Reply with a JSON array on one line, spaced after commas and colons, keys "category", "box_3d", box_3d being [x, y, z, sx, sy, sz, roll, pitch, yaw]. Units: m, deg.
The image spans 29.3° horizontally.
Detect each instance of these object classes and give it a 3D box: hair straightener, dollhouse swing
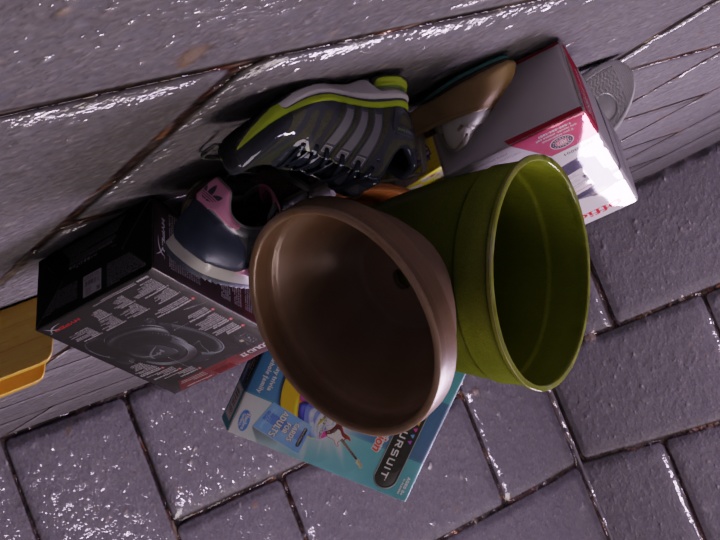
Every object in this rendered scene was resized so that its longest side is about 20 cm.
[{"category": "hair straightener", "box_3d": [-0.077, -0.086, 1.131, 0.076, 0.041, 0.200, -24, 175, 16]}, {"category": "dollhouse swing", "box_3d": [-0.381, 0.147, 1.489, 0.180, 0.178, 0.200, -21, 174, -19]}]

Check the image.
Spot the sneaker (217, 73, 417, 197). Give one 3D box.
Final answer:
[{"category": "sneaker", "box_3d": [-0.022, -0.095, 1.041, 0.199, 0.082, 0.074, -19, 174, -43]}]

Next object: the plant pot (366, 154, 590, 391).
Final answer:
[{"category": "plant pot", "box_3d": [0.079, 0.004, 1.234, 0.191, 0.204, 0.199, -2, -172, 33]}]

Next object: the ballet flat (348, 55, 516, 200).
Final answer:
[{"category": "ballet flat", "box_3d": [0.061, -0.123, 1.237, 0.198, 0.064, 0.068, -25, 175, 22]}]

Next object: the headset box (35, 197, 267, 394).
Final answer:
[{"category": "headset box", "box_3d": [-0.172, 0.032, 1.254, 0.148, 0.078, 0.199, -25, 144, 30]}]

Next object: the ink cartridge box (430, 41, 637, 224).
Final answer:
[{"category": "ink cartridge box", "box_3d": [0.169, -0.111, 1.324, 0.143, 0.085, 0.200, -24, 150, 16]}]

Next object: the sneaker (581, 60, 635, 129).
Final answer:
[{"category": "sneaker", "box_3d": [0.207, -0.154, 1.504, 0.201, 0.074, 0.118, -49, -159, -2]}]

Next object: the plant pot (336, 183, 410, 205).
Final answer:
[{"category": "plant pot", "box_3d": [0.000, 0.000, 1.420, 0.198, 0.203, 0.140, -22, -163, -7]}]

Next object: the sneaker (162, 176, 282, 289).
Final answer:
[{"category": "sneaker", "box_3d": [-0.079, -0.030, 1.183, 0.199, 0.070, 0.083, 6, 120, -58]}]

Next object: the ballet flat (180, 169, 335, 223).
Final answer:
[{"category": "ballet flat", "box_3d": [-0.096, -0.068, 1.241, 0.199, 0.046, 0.068, -14, 138, -52]}]

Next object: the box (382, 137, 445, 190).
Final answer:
[{"category": "box", "box_3d": [0.082, -0.121, 1.478, 0.116, 0.049, 0.199, -20, 172, -40]}]

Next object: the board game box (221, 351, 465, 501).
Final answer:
[{"category": "board game box", "box_3d": [-0.014, 0.118, 1.345, 0.153, 0.198, 0.047, -65, -163, 6]}]

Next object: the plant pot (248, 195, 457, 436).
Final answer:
[{"category": "plant pot", "box_3d": [0.011, 0.024, 1.117, 0.092, 0.203, 0.200, -33, -177, -41]}]
